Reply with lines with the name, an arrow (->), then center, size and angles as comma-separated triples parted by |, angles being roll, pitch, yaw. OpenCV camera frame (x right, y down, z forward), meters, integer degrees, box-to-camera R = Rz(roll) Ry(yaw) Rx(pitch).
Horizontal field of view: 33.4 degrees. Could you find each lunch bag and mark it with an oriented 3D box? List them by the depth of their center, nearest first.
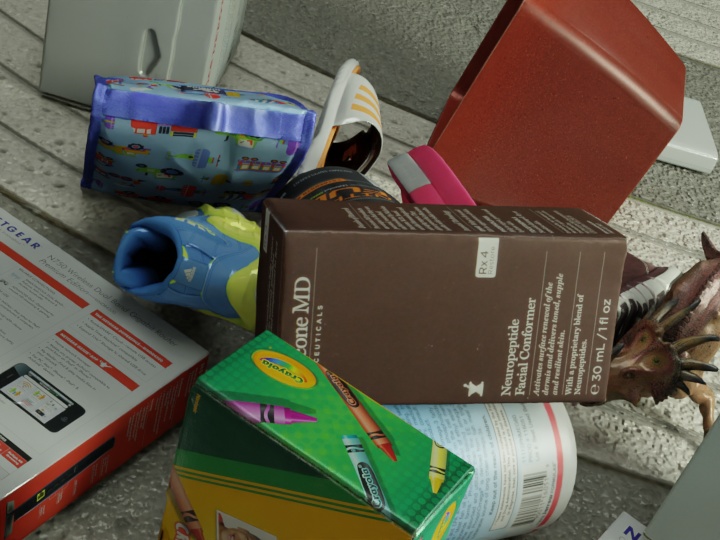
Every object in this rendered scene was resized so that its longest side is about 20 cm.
lunch bag -> -0.122, -0.098, 0.870 | 0.149, 0.095, 0.200 | 7, 0, -14

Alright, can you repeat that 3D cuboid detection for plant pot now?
plant pot -> 0.184, -0.153, 1.092 | 0.175, 0.201, 0.200 | 31, 35, -3

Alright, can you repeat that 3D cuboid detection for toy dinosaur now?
toy dinosaur -> 0.238, 0.039, 0.869 | 0.085, 0.136, 0.201 | 17, 63, 31

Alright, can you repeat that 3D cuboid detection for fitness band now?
fitness band -> 0.071, -0.008, 0.873 | 0.037, 0.145, 0.201 | -25, 39, -2

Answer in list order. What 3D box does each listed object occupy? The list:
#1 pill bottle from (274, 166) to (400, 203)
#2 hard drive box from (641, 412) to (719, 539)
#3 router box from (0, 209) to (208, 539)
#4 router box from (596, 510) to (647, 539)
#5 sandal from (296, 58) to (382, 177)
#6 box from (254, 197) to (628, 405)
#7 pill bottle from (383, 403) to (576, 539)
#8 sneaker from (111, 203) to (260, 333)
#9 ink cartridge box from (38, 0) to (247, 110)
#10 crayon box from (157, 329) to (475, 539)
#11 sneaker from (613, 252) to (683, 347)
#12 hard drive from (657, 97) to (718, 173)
pill bottle -> 0.000, 0.000, 0.806 | 0.105, 0.108, 0.200 | 6, 14, -17
hard drive box -> 0.273, 0.092, 0.738 | 0.076, 0.201, 0.155 | 34, 14, 24
router box -> -0.223, 0.055, 0.724 | 0.199, 0.049, 0.179 | 32, 37, 19
router box -> 0.177, 0.248, 0.652 | 0.199, 0.049, 0.179 | 34, 38, 22
sandal -> -0.014, -0.098, 1.021 | 0.059, 0.080, 0.208 | 18, 43, -2
box -> 0.043, 0.017, 0.676 | 0.197, 0.101, 0.075 | 0, 16, -13
pill bottle -> 0.021, 0.115, 0.712 | 0.198, 0.110, 0.109 | -4, 40, -29
sneaker -> -0.119, -0.015, 0.789 | 0.104, 0.077, 0.199 | 18, -2, -31
ink cartridge box -> -0.183, -0.241, 1.072 | 0.143, 0.146, 0.201 | 15, 34, -3
crayon box -> -0.034, 0.143, 0.568 | 0.118, 0.202, 0.058 | 31, 36, 19
sneaker -> 0.168, 0.023, 0.945 | 0.115, 0.076, 0.199 | 30, 26, 25
hard drive -> 0.274, -0.169, 1.280 | 0.198, 0.027, 0.133 | 14, 35, -4
